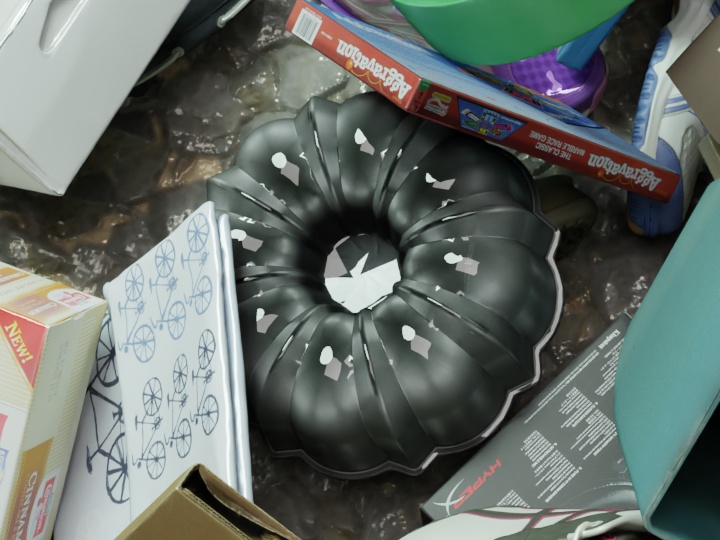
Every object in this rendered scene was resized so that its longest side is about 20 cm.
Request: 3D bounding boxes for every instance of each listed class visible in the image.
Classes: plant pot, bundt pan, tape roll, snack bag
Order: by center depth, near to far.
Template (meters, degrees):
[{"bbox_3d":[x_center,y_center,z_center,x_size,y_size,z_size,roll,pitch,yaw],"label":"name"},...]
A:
[{"bbox_3d":[0.197,0.042,0.986,0.140,0.200,0.142,25,104,-14],"label":"plant pot"},{"bbox_3d":[-0.112,0.090,1.079,0.021,0.200,0.190,10,61,-32],"label":"snack bag"},{"bbox_3d":[0.000,0.000,1.090,0.200,0.076,0.204,-3,75,11],"label":"bundt pan"},{"bbox_3d":[0.096,-0.194,1.090,0.199,0.048,0.201,-29,36,24],"label":"tape roll"}]

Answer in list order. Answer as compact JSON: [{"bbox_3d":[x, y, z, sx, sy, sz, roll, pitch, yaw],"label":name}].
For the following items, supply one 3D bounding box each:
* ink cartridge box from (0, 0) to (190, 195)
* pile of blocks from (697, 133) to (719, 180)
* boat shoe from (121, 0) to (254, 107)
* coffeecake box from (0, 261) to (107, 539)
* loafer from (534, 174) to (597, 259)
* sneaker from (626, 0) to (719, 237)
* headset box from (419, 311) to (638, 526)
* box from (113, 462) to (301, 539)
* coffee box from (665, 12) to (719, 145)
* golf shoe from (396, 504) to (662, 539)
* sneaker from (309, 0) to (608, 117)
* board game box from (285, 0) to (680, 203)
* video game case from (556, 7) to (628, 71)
[{"bbox_3d":[-0.201,-0.129,1.170,0.199,0.085,0.146,10,63,49],"label":"ink cartridge box"},{"bbox_3d":[0.245,0.010,1.132,0.200,0.062,0.082,45,54,10],"label":"pile of blocks"},{"bbox_3d":[-0.131,-0.125,1.221,0.199,0.060,0.076,-37,39,10],"label":"boat shoe"},{"bbox_3d":[-0.246,0.060,1.111,0.198,0.073,0.155,19,105,14],"label":"coffeecake box"},{"bbox_3d":[0.027,-0.024,1.165,0.198,0.076,0.068,-12,73,-1],"label":"loafer"},{"bbox_3d":[0.201,-0.106,1.186,0.087,0.075,0.201,17,72,8],"label":"sneaker"},{"bbox_3d":[0.150,0.146,1.085,0.149,0.077,0.200,-43,72,-12],"label":"headset box"},{"bbox_3d":[-0.058,0.180,1.000,0.163,0.200,0.021,38,49,-7],"label":"box"},{"bbox_3d":[0.262,-0.101,1.095,0.114,0.199,0.080,-48,59,27],"label":"coffee box"},{"bbox_3d":[0.092,0.136,1.007,0.198,0.088,0.078,-6,69,5],"label":"golf shoe"},{"bbox_3d":[0.046,-0.147,1.208,0.199,0.089,0.081,31,72,14],"label":"sneaker"},{"bbox_3d":[0.063,-0.082,1.084,0.103,0.199,0.020,39,107,44],"label":"board game box"},{"bbox_3d":[0.155,-0.224,1.178,0.018,0.143,0.201,22,52,-11],"label":"video game case"}]
